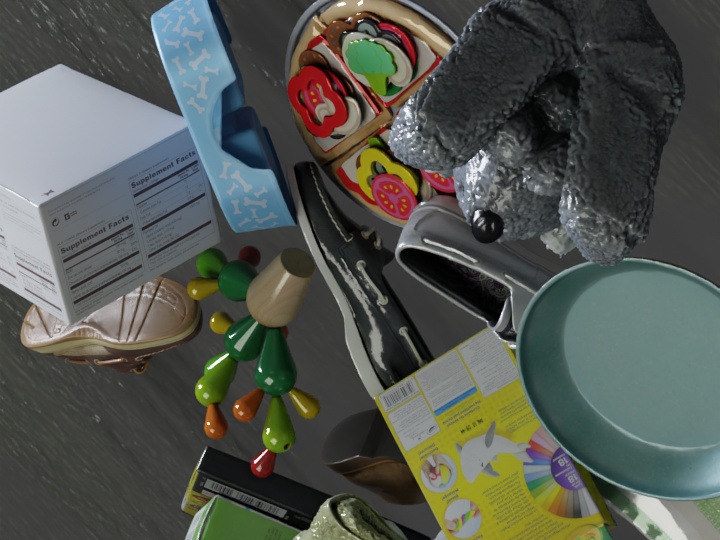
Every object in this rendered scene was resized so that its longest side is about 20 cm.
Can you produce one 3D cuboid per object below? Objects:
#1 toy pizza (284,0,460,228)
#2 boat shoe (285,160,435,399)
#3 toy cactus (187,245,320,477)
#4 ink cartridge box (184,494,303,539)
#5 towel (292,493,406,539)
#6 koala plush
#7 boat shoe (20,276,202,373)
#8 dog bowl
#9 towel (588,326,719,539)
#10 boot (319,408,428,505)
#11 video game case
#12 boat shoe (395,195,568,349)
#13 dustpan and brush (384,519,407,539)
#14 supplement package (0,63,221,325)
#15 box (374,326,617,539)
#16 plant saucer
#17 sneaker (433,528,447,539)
[{"bbox_3d":[0.020,-0.112,1.470,0.199,0.032,0.201,23,132,27],"label":"toy pizza"},{"bbox_3d":[0.000,0.000,1.553,0.060,0.076,0.201,-22,105,6],"label":"boat shoe"},{"bbox_3d":[-0.075,0.048,1.598,0.165,0.102,0.201,-55,36,42],"label":"toy cactus"},{"bbox_3d":[-0.051,0.260,1.674,0.199,0.060,0.104,24,161,-7],"label":"ink cartridge box"},{"bbox_3d":[0.032,0.260,1.532,0.200,0.037,0.148,39,145,0],"label":"towel"},{"bbox_3d":[0.119,-0.085,1.335,0.177,0.184,0.200,27,156,4],"label":"koala plush"},{"bbox_3d":[-0.212,0.055,1.783,0.199,0.073,0.072,-9,145,33],"label":"boat shoe"},{"bbox_3d":[-0.105,-0.119,1.511,0.049,0.112,0.201,-19,112,2],"label":"dog bowl"},{"bbox_3d":[0.243,0.132,1.451,0.149,0.031,0.200,38,138,1],"label":"towel"},{"bbox_3d":[0.058,0.149,1.621,0.075,0.074,0.199,45,147,-24],"label":"boot"},{"bbox_3d":[-0.051,0.213,1.681,0.199,0.026,0.181,22,160,-2],"label":"video game case"},{"bbox_3d":[0.114,0.022,1.450,0.200,0.069,0.072,38,138,-2],"label":"boat shoe"},{"bbox_3d":[0.066,0.248,1.570,0.139,0.057,0.200,-29,111,25],"label":"dustpan and brush"},{"bbox_3d":[-0.238,-0.067,1.606,0.199,0.155,0.112,26,137,44],"label":"supplement package"},{"bbox_3d":[0.107,0.154,1.493,0.117,0.048,0.201,-31,70,12],"label":"box"},{"bbox_3d":[0.206,0.069,1.384,0.199,0.036,0.201,15,126,22],"label":"plant saucer"},{"bbox_3d":[0.103,0.224,1.617,0.074,0.080,0.200,44,137,8],"label":"sneaker"}]
